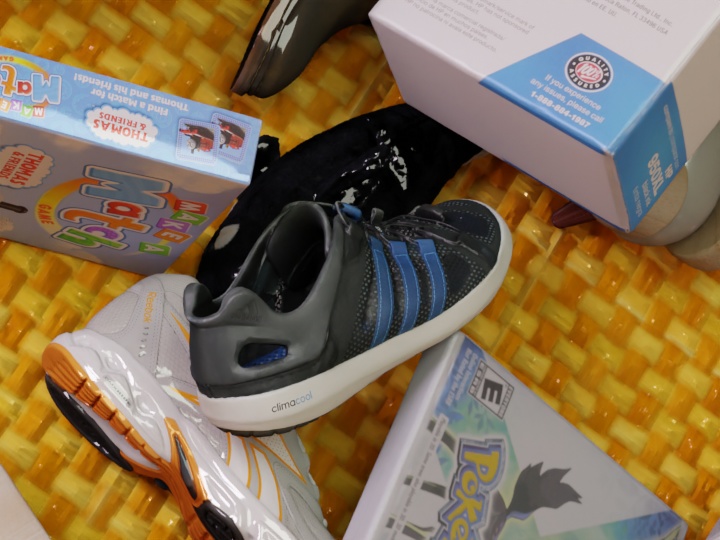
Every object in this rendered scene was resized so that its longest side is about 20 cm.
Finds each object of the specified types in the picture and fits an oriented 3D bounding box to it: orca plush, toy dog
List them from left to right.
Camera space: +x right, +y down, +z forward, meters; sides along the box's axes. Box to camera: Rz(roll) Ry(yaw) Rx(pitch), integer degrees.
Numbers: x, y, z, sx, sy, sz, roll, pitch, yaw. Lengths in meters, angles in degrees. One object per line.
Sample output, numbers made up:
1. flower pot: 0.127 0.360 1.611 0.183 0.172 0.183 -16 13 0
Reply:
1. orca plush: 0.011 -0.035 1.293 0.199 0.071 0.106 -18 80 -25
2. toy dog: 0.145 -0.089 1.352 0.132 0.096 0.201 51 48 -37

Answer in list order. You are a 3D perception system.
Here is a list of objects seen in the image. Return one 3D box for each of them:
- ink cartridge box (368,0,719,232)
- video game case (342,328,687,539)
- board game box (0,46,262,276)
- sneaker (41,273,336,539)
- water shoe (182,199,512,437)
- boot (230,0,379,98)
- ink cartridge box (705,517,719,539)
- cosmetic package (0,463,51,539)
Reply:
1. ink cartridge box: 0.125 -0.141 1.275 0.144 0.084 0.200 33 74 27
2. video game case: 0.061 0.159 1.241 0.182 0.022 0.201 40 61 -32
3. board game box: -0.161 -0.055 1.191 0.199 0.151 0.037 14 70 -16
4. sneaker: -0.047 0.082 1.231 0.200 0.076 0.092 47 67 -3
5. water shoe: 0.000 0.000 1.212 0.200 0.071 0.079 -38 123 -43
6. boot: 0.020 -0.141 1.328 0.097 0.075 0.200 36 63 -4
7. ink cartridge box: 0.257 0.177 1.272 0.086 0.146 0.200 -36 87 17
8. cosmetic package: -0.174 0.156 1.155 0.103 0.087 0.200 -34 87 -25
